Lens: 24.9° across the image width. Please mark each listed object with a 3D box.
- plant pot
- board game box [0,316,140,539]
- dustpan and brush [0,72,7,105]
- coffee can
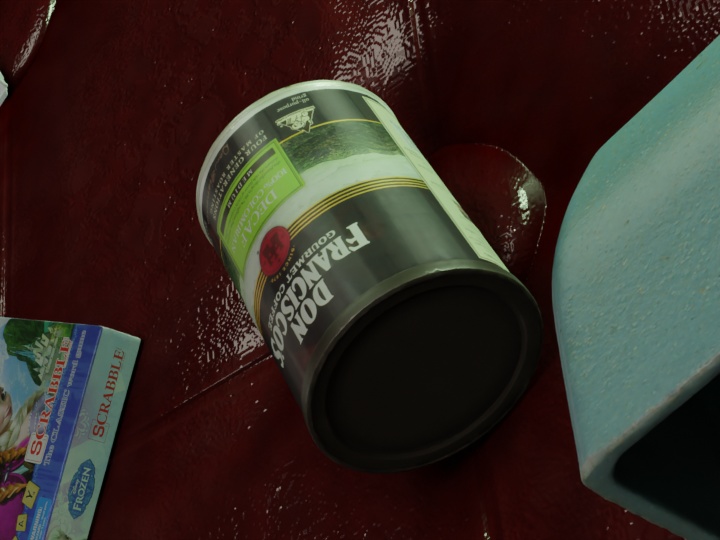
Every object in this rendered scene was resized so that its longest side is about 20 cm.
[{"bbox_3d":[0.203,-0.002,0.727,0.196,0.195,0.201,-44,35,25],"label":"plant pot"},{"bbox_3d":[-0.269,0.139,1.287,0.199,0.041,0.202,1,73,48],"label":"board game box"},{"bbox_3d":[-0.422,-0.189,1.597,0.140,0.057,0.201,-51,42,19],"label":"dustpan and brush"},{"bbox_3d":[0.000,0.000,0.974,0.147,0.146,0.200,-52,42,17],"label":"coffee can"}]
